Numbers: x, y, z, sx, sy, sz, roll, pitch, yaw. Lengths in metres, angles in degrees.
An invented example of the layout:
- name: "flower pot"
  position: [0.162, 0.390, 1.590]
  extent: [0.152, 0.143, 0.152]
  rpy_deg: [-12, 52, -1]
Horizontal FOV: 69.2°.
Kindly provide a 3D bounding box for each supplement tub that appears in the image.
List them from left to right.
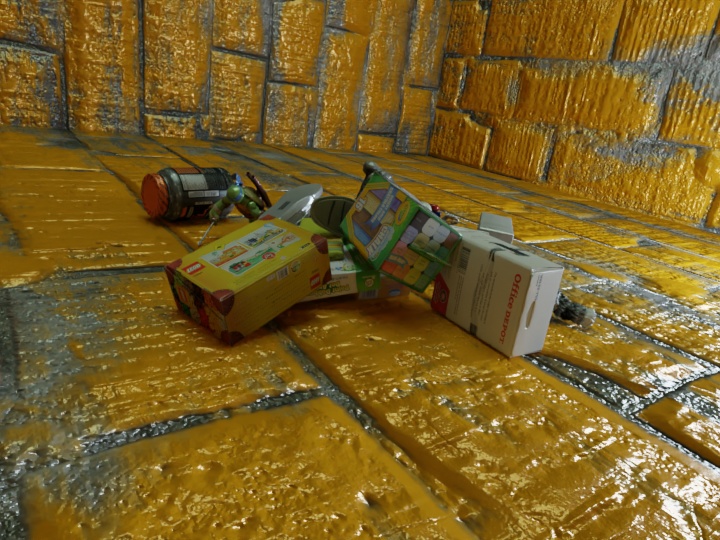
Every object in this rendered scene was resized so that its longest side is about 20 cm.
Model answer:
- name: "supplement tub"
  position: [-0.408, -0.183, 1.247]
  extent: [0.121, 0.125, 0.198]
  rpy_deg: [23, 23, 37]

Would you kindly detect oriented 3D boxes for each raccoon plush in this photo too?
- name: "raccoon plush"
  position: [0.322, 0.054, 0.943]
  extent: [0.197, 0.099, 0.133]
  rpy_deg: [18, 29, 27]

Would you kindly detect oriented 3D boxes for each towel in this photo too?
- name: "towel"
  position: [-0.075, -0.062, 0.985]
  extent: [0.084, 0.018, 0.201]
  rpy_deg: [1, 23, -4]

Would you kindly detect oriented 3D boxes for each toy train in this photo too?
- name: "toy train"
  position: [0.210, -0.143, 1.499]
  extent: [0.196, 0.087, 0.116]
  rpy_deg: [13, 5, 13]

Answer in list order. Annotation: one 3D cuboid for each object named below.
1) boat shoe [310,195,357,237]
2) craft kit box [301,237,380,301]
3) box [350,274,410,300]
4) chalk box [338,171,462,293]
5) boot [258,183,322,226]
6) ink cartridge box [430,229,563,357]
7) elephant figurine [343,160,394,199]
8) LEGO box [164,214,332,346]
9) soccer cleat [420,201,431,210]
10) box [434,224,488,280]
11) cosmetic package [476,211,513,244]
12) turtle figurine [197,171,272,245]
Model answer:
- name: "boat shoe"
  position: [-0.007, -0.099, 0.995]
  extent: [0.196, 0.076, 0.068]
  rpy_deg: [9, 7, -22]
- name: "craft kit box"
  position: [-0.080, -0.011, 0.941]
  extent: [0.193, 0.049, 0.201]
  rpy_deg: [-11, 25, -9]
- name: "box"
  position: [0.000, 0.000, 1.027]
  extent: [0.117, 0.042, 0.199]
  rpy_deg: [-3, 20, -28]
- name: "chalk box"
  position: [0.075, -0.053, 0.874]
  extent: [0.123, 0.125, 0.200]
  rpy_deg: [26, 15, -38]
- name: "boot"
  position: [-0.142, -0.106, 1.118]
  extent: [0.072, 0.097, 0.200]
  rpy_deg: [12, 39, 31]
- name: "ink cartridge box"
  position: [0.218, 0.031, 0.864]
  extent: [0.082, 0.147, 0.199]
  rpy_deg: [-3, 22, -32]
- name: "elephant figurine"
  position: [-0.002, -0.135, 1.194]
  extent: [0.155, 0.201, 0.142]
  rpy_deg: [38, -4, 33]
- name: "LEGO box"
  position: [-0.164, 0.004, 0.785]
  extent: [0.147, 0.079, 0.199]
  rpy_deg: [23, 42, 38]
- name: "soccer cleat"
  position: [0.049, -0.106, 1.085]
  extent: [0.196, 0.078, 0.070]
  rpy_deg: [-17, 39, 19]
- name: "box"
  position: [0.166, -0.040, 1.110]
  extent: [0.196, 0.061, 0.118]
  rpy_deg: [11, 50, 8]
- name: "cosmetic package"
  position: [0.316, -0.067, 1.262]
  extent: [0.083, 0.110, 0.200]
  rpy_deg: [12, 20, 12]
- name: "turtle figurine"
  position: [-0.254, -0.099, 1.150]
  extent: [0.141, 0.205, 0.194]
  rpy_deg: [-10, -7, 15]
